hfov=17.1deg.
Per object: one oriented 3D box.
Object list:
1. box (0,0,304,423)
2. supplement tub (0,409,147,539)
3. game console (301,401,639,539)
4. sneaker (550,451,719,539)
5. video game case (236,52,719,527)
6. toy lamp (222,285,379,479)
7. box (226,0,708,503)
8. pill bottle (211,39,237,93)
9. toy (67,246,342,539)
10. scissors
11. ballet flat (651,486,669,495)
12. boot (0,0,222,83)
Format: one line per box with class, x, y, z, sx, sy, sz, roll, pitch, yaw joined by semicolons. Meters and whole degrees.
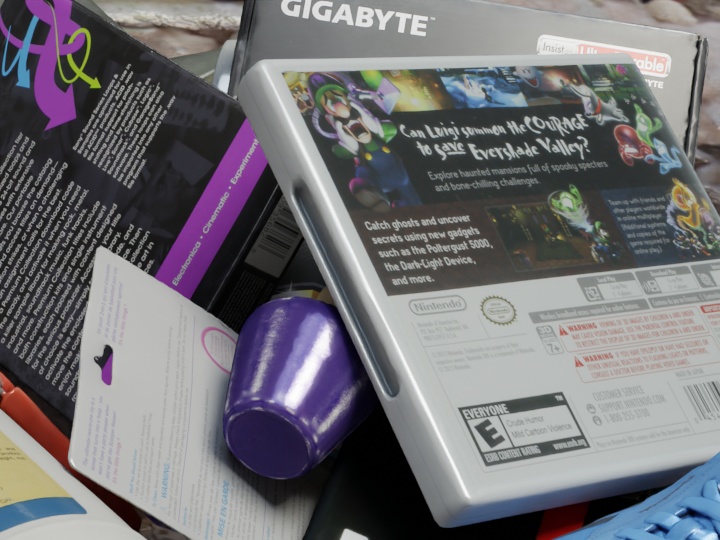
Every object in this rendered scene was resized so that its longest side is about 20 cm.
box;-0.112;-0.025;0.994;0.200;0.144;0.036;34;5;39
supplement tub;-0.169;0.100;0.799;0.144;0.146;0.200;-22;44;-38
game console;0.054;0.142;0.803;0.176;0.031;0.201;22;40;2
sneaker;0.110;0.092;0.799;0.199;0.079;0.066;-16;54;-33
video game case;0.068;-0.001;0.887;0.199;0.023;0.183;-5;61;-41
toy lamp;0.000;0.000;0.890;0.058;0.059;0.200;16;40;10
box;0.034;-0.014;0.998;0.198;0.050;0.200;10;78;1
pill bottle;0.029;-0.044;1.088;0.198;0.115;0.115;10;34;1
toy;-0.031;0.090;0.867;0.199;0.047;0.116;33;31;-23
scissors;-0.125;0.039;0.837;0.073;0.200;0.014;38;75;27
ballet flat;0.185;0.025;0.966;0.064;0.201;0.076;21;22;-20
boot;-0.124;-0.111;1.204;0.181;0.073;0.200;-15;34;-35
